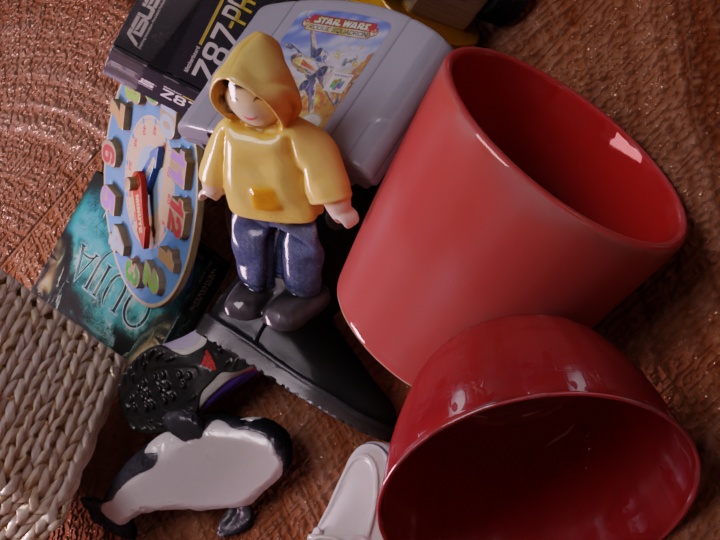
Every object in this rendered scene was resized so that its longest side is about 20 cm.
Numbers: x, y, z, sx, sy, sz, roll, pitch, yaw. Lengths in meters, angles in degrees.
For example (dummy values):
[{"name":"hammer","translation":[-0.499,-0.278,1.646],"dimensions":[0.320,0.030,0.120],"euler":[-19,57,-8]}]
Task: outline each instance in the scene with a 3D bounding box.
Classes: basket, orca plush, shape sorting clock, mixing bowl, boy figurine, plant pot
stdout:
[{"name":"basket","translation":[-0.313,0.137,1.607],"dimensions":[0.198,0.160,0.201],"euler":[-44,18,38]},{"name":"orca plush","translation":[-0.120,0.153,1.568],"dimensions":[0.105,0.071,0.200],"euler":[48,126,-1]},{"name":"shape sorting clock","translation":[-0.170,-0.071,1.630],"dimensions":[0.200,0.039,0.202],"euler":[8,100,58]},{"name":"mixing bowl","translation":[0.102,0.099,1.262],"dimensions":[0.200,0.200,0.109],"euler":[-36,42,27]},{"name":"boy figurine","translation":[-0.057,-0.060,1.357],"dimensions":[0.124,0.201,0.064],"euler":[17,38,26]},{"name":"plant pot","translation":[0.088,-0.018,1.343],"dimensions":[0.178,0.199,0.201],"euler":[-54,42,26]}]

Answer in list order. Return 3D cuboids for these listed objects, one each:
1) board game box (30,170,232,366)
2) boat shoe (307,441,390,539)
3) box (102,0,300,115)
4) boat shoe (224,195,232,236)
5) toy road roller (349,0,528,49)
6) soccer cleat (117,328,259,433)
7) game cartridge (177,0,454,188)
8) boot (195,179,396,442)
[{"name":"board game box","translation":[-0.200,0.012,1.717],"dimensions":[0.200,0.028,0.136],"euler":[33,95,47]},{"name":"boat shoe","translation":[-0.013,0.212,1.410],"dimensions":[0.073,0.065,0.202],"euler":[-7,67,43]},{"name":"box","translation":[-0.086,-0.202,1.577],"dimensions":[0.201,0.160,0.049],"euler":[-65,5,-27]},{"name":"boat shoe","translation":[-0.076,-0.111,1.636],"dimensions":[0.072,0.072,0.202],"euler":[156,119,-72]},{"name":"toy road roller","translation":[0.024,-0.230,1.546],"dimensions":[0.146,0.122,0.201],"euler":[-52,43,29]},{"name":"soccer cleat","translation":[-0.109,0.069,1.575],"dimensions":[0.200,0.073,0.069],"euler":[-35,75,35]},{"name":"game cartridge","translation":[-0.028,-0.131,1.442],"dimensions":[0.199,0.042,0.134],"euler":[15,68,43]},{"name":"boot","translation":[-0.001,-0.001,1.462],"dimensions":[0.164,0.066,0.201],"euler":[31,87,3]}]
